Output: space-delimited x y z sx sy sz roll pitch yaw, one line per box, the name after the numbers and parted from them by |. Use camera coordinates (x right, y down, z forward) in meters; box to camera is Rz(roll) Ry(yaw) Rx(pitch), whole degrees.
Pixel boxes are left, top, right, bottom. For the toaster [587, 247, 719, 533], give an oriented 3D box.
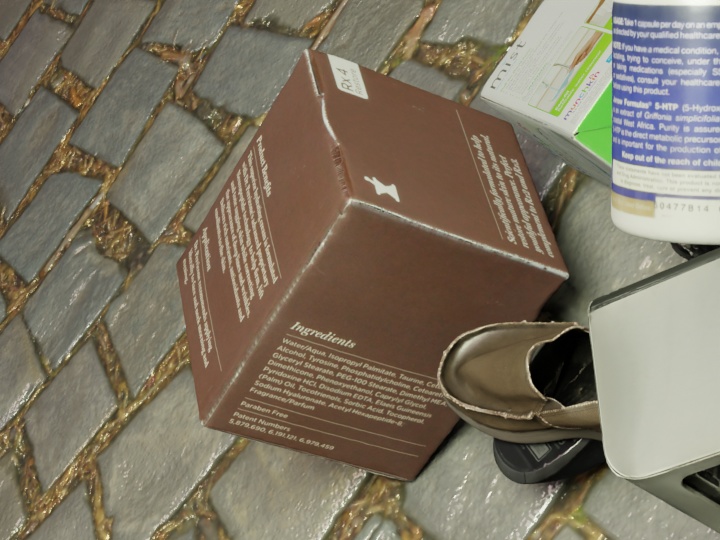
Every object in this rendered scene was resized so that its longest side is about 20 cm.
0.236 0.060 0.871 0.200 0.181 0.119 -25 48 37 | toaster

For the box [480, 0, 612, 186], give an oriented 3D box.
0.190 -0.155 1.166 0.200 0.097 0.176 -55 19 1 | box

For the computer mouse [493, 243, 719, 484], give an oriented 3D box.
0.176 0.070 1.067 0.200 0.046 0.140 -47 37 2 | computer mouse

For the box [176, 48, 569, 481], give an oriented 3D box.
0.000 0.000 1.192 0.200 0.164 0.166 -55 30 31 | box

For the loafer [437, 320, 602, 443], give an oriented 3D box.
0.115 0.055 1.043 0.200 0.071 0.073 1 58 47 | loafer

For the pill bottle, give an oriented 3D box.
0.199 -0.122 1.019 0.120 0.119 0.201 17 112 56 | pill bottle
